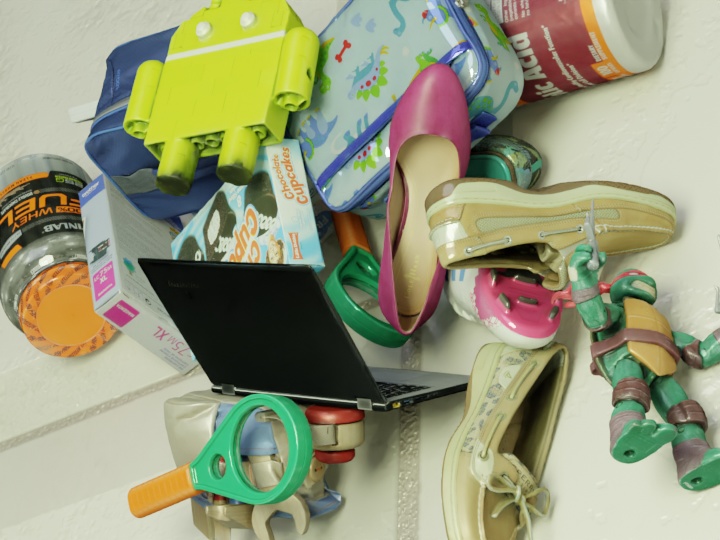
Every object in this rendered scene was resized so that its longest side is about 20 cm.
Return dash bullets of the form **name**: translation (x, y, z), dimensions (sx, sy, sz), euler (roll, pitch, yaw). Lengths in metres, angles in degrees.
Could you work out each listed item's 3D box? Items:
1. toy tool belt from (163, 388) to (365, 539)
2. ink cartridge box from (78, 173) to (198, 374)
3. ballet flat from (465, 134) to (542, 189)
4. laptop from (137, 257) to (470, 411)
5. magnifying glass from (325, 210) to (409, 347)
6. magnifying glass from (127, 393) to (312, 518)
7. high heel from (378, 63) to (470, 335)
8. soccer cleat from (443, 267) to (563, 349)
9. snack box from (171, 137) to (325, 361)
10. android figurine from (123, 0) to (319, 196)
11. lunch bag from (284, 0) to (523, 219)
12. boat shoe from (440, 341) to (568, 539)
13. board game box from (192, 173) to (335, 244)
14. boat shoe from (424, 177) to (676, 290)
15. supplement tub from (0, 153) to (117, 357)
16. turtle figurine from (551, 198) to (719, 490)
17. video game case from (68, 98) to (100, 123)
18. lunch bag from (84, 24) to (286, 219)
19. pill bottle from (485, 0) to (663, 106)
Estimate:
- **toy tool belt**: translation (-0.069, 0.160, 1.384), dimensions (0.199, 0.124, 0.124), euler (2, 98, 45)
- **ink cartridge box**: translation (-0.201, -0.009, 1.621), dimensions (0.042, 0.119, 0.201), euler (-35, 40, 19)
- **ballet flat**: translation (0.070, -0.085, 1.502), dimensions (0.199, 0.074, 0.075), euler (8, 61, 40)
- **laptop**: translation (-0.034, 0.040, 1.351), dimensions (0.186, 0.199, 0.117), euler (3, 98, 42)
- **magnifying glass**: translation (0.000, 0.000, 1.473), dimensions (0.022, 0.079, 0.201), euler (-54, 24, 23)
- **magnifying glass**: translation (-0.108, 0.150, 1.329), dimensions (0.199, 0.022, 0.080), euler (-26, 70, 39)
- **high heel**: translation (0.052, -0.052, 1.353), dimensions (0.067, 0.202, 0.096), euler (3, 24, -3)
- **soccer cleat**: translation (0.105, 0.016, 1.372), dimensions (0.201, 0.069, 0.087), euler (-106, 31, -55)
- **snack box**: translation (-0.099, -0.014, 1.504), dimensions (0.200, 0.037, 0.117), euler (-42, 54, 50)
- **android figurine**: translation (-0.113, -0.158, 1.471), dimensions (0.181, 0.041, 0.202), euler (-6, 58, 30)
- **lunch bag**: translation (0.030, -0.148, 1.448), dimensions (0.200, 0.082, 0.162), euler (-40, 60, 27)
- **boat shoe**: translation (0.106, 0.130, 1.270), dimensions (0.062, 0.073, 0.201), euler (-11, 47, 28)
- **board game box**: translation (-0.066, -0.100, 1.642), dimensions (0.199, 0.043, 0.200), euler (-46, 39, 1)
- **boat shoe**: translation (0.145, -0.020, 1.311), dimensions (0.198, 0.072, 0.077), euler (0, 62, -14)
- **supplement tub**: translation (-0.296, -0.014, 1.707), dimensions (0.122, 0.123, 0.200), euler (-38, 40, 7)
- **turtle figurine**: translation (0.205, 0.050, 1.233), dimensions (0.101, 0.148, 0.201), euler (116, 158, -47)
- **video game case**: translation (-0.173, -0.183, 1.756), dimensions (0.199, 0.018, 0.143), euler (-12, 4, 34)
- **lunch bag**: translation (-0.140, -0.133, 1.595), dimensions (0.198, 0.136, 0.133), euler (-15, 49, 29)
- **pill bottle**: translation (0.144, -0.201, 1.491), dimensions (0.199, 0.114, 0.115), euler (-13, 48, 33)
